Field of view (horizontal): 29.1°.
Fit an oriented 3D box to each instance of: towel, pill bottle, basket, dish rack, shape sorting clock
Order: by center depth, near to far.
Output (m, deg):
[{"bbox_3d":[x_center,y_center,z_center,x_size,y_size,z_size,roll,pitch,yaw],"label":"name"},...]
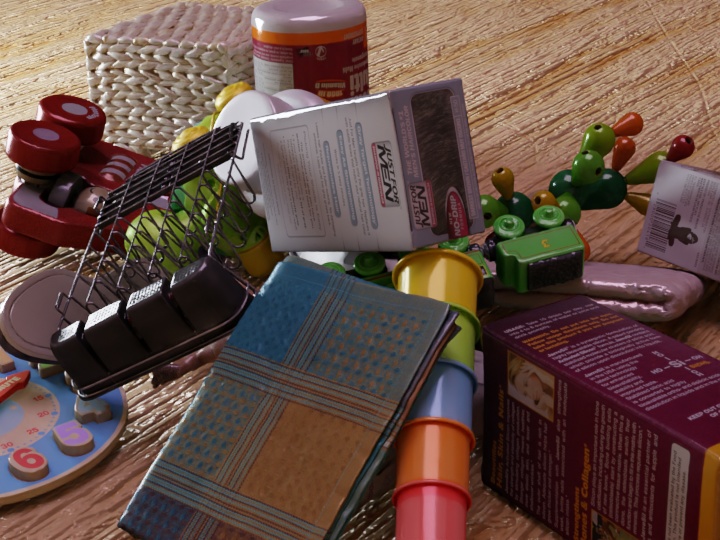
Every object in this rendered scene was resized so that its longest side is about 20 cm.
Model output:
[{"bbox_3d":[-0.043,0.091,0.822,0.145,0.022,0.202,17,68,37],"label":"towel"},{"bbox_3d":[-0.258,0.100,0.946,0.197,0.040,0.201,-3,23,1],"label":"shape sorting clock"},{"bbox_3d":[-0.137,-0.017,0.976,0.152,0.055,0.201,-24,34,23],"label":"dish rack"},{"bbox_3d":[0.159,0.013,1.052,0.188,0.033,0.200,4,5,19],"label":"towel"},{"bbox_3d":[-0.030,-0.085,1.173,0.108,0.111,0.199,20,1,43],"label":"pill bottle"},{"bbox_3d":[-0.044,-0.150,1.309,0.108,0.203,0.110,-2,22,1],"label":"pill bottle"},{"bbox_3d":[-0.158,-0.184,1.461,0.196,0.163,0.200,8,23,26],"label":"basket"}]

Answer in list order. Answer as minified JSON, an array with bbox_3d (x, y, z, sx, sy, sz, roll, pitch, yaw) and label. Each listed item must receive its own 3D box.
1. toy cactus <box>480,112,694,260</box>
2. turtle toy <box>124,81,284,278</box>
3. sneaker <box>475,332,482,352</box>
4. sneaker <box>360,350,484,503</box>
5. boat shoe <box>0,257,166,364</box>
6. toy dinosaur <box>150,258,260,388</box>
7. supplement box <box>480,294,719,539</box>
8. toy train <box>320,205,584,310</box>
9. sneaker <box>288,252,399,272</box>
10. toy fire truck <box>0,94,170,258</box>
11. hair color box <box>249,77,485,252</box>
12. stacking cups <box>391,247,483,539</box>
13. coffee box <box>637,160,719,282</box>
[{"bbox_3d":[0.174,-0.052,1.165,0.198,0.103,0.165,-26,-10,-22],"label":"toy cactus"},{"bbox_3d":[-0.130,-0.060,1.213,0.100,0.147,0.200,-13,27,39],"label":"turtle toy"},{"bbox_3d":[0.166,0.066,0.936,0.198,0.075,0.083,16,32,38],"label":"sneaker"},{"bbox_3d":[0.020,0.108,0.887,0.197,0.076,0.100,-6,45,-13],"label":"sneaker"},{"bbox_3d":[-0.212,0.039,1.033,0.062,0.073,0.200,-30,-4,25],"label":"boat shoe"},{"bbox_3d":[-0.057,0.054,0.992,0.134,0.087,0.200,17,10,16],"label":"toy dinosaur"},{"bbox_3d":[0.160,0.103,0.799,0.085,0.112,0.199,-15,26,-29],"label":"supplement box"},{"bbox_3d":[0.060,0.004,0.943,0.197,0.042,0.057,-15,45,-8],"label":"toy train"},{"bbox_3d":[0.000,0.000,1.068,0.088,0.075,0.200,-34,23,-2],"label":"sneaker"},{"bbox_3d":[-0.242,-0.072,1.290,0.166,0.113,0.201,17,24,-1],"label":"toy fire truck"},{"bbox_3d":[-0.001,-0.067,0.943,0.060,0.101,0.199,-13,7,-29],"label":"hair color box"},{"bbox_3d":[0.039,0.083,0.828,0.059,0.061,0.202,1,53,8],"label":"stacking cups"},{"bbox_3d":[0.330,-0.019,1.076,0.113,0.081,0.199,5,14,-39],"label":"coffee box"}]
